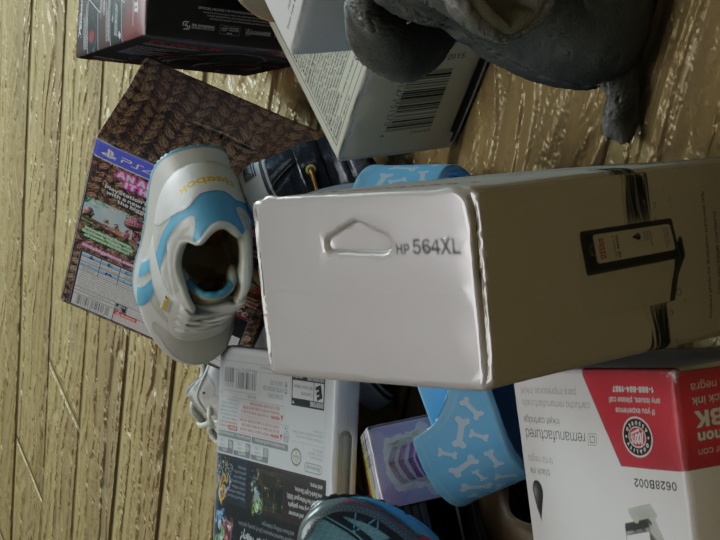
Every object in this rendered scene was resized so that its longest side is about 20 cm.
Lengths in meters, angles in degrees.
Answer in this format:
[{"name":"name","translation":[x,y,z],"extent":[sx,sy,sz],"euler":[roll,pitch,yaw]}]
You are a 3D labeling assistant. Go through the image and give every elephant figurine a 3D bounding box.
[{"name":"elephant figurine","translation":[0.046,-0.158,0.805],"extent":[0.155,0.199,0.142],"euler":[62,148,37]}]

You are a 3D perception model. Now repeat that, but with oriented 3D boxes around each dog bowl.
[{"name":"dog bowl","translation":[0.054,0.032,0.884],"extent":[0.049,0.111,0.201],"euler":[-14,106,25]}]

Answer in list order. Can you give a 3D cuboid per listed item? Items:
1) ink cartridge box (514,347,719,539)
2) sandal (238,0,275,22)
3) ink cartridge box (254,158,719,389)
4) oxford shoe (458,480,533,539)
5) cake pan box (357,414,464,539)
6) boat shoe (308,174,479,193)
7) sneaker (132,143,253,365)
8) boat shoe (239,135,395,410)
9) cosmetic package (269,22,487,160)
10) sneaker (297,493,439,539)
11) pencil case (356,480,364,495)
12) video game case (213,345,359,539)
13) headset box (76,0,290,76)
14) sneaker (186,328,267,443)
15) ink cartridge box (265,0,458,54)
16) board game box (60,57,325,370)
[{"name":"ink cartridge box","translation":[0.156,0.142,0.793],"extent":[0.147,0.083,0.201],"euler":[-8,89,64]},{"name":"sandal","translation":[-0.084,-0.233,1.039],"extent":[0.200,0.054,0.080],"euler":[46,145,29]},{"name":"ink cartridge box","translation":[0.072,-0.003,0.741],"extent":[0.146,0.200,0.085],"euler":[-1,96,49]},{"name":"oxford shoe","translation":[0.114,0.181,0.909],"extent":[0.200,0.072,0.085],"euler":[67,149,31]},{"name":"cake pan box","translation":[0.040,0.190,1.026],"extent":[0.200,0.052,0.185],"euler":[110,147,-82]},{"name":"boat shoe","translation":[0.036,-0.007,0.999],"extent":[0.202,0.075,0.086],"euler":[0,113,43]},{"name":"sneaker","translation":[-0.117,0.008,1.130],"extent":[0.200,0.076,0.081],"euler":[96,157,-49]},{"name":"boat shoe","translation":[0.000,0.000,1.112],"extent":[0.201,0.091,0.071],"euler":[62,-172,-18]},{"name":"cosmetic package","translation":[-0.002,-0.179,1.037],"extent":[0.200,0.087,0.104],"euler":[64,151,32]},{"name":"sneaker","translation":[0.027,0.212,0.875],"extent":[0.200,0.079,0.096],"euler":[58,-167,7]},{"name":"pencil case","translation":[-0.035,0.166,1.208],"extent":[0.200,0.089,0.078],"euler":[-121,37,-45]},{"name":"video game case","translation":[-0.056,0.148,1.129],"extent":[0.200,0.023,0.183],"euler":[0,88,62]},{"name":"headset box","translation":[-0.114,-0.195,1.193],"extent":[0.200,0.148,0.075],"euler":[4,91,64]},{"name":"sneaker","translation":[-0.098,0.123,1.331],"extent":[0.075,0.087,0.201],"euler":[-48,55,57]},{"name":"ink cartridge box","translation":[-0.002,-0.229,0.954],"extent":[0.084,0.146,0.200],"euler":[108,146,-46]},{"name":"board game box","translation":[-0.128,-0.037,1.238],"extent":[0.200,0.159,0.097],"euler":[115,179,-48]}]
